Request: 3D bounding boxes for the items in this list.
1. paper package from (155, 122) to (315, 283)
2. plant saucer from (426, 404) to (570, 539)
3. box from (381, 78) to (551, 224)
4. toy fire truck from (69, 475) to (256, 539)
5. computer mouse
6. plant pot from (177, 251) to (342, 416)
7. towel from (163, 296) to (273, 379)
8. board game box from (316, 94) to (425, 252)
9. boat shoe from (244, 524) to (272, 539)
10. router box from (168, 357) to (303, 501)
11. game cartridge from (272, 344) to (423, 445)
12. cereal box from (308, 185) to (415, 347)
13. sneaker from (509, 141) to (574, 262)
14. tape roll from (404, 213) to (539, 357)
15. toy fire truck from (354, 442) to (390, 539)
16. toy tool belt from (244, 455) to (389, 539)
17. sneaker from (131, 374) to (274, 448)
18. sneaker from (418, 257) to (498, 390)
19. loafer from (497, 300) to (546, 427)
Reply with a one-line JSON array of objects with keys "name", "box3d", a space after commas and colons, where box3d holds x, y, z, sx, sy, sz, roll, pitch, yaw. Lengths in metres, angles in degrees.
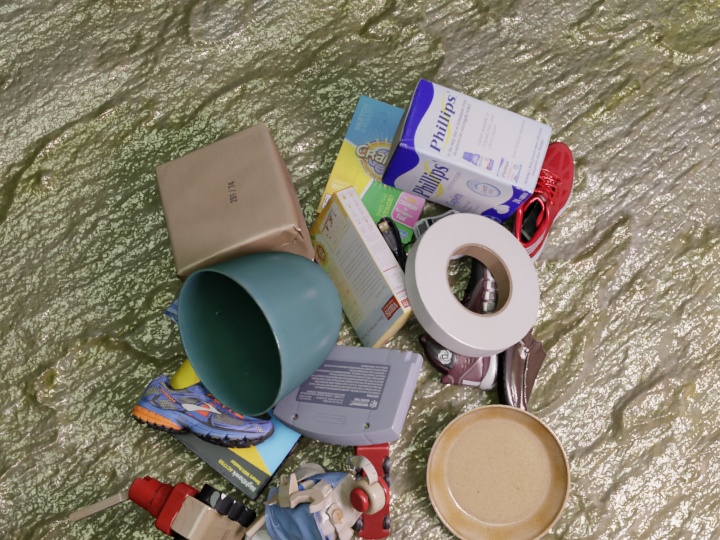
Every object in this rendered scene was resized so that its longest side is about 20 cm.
[{"name": "paper package", "box3d": [-0.182, -0.081, 1.546, 0.188, 0.104, 0.202, -21, 57, 4]}, {"name": "plant saucer", "box3d": [0.191, 0.284, 1.498, 0.196, 0.035, 0.204, 1, 94, 8]}, {"name": "box", "box3d": [0.144, -0.162, 1.529, 0.197, 0.184, 0.107, 20, 76, -3]}, {"name": "toy fire truck", "box3d": [-0.265, 0.327, 1.446, 0.198, 0.176, 0.130, 25, 76, 18]}, {"name": "computer mouse", "box3d": [0.112, -0.041, 1.576, 0.198, 0.044, 0.110, -13, 59, -37]}, {"name": "plant pot", "box3d": [-0.120, 0.066, 1.435, 0.160, 0.201, 0.201, -28, 73, -43]}, {"name": "towel", "box3d": [-0.167, 0.075, 1.553, 0.199, 0.024, 0.147, 35, 47, 9]}, {"name": "board game box", "box3d": [0.036, -0.148, 1.637, 0.151, 0.040, 0.203, 19, 76, 5]}, {"name": "boat shoe", "box3d": [-0.121, 0.441, 1.464, 0.071, 0.066, 0.204, -7, 75, -2]}, {"name": "router box", "box3d": [-0.182, 0.206, 1.534, 0.199, 0.051, 0.150, 36, 79, 9]}, {"name": "game cartridge", "box3d": [-0.020, 0.167, 1.455, 0.197, 0.041, 0.135, 2, 55, 34]}, {"name": "cereal box", "box3d": [0.000, 0.000, 1.545, 0.039, 0.144, 0.202, -22, 75, -31]}, {"name": "sneaker", "box3d": [0.275, -0.110, 1.587, 0.077, 0.116, 0.203, 18, 77, 4]}, {"name": "tape roll", "box3d": [0.157, 0.020, 1.496, 0.199, 0.037, 0.206, 10, 65, -21]}, {"name": "toy fire truck", "box3d": [0.015, 0.251, 1.497, 0.048, 0.141, 0.203, -1, 113, -1]}, {"name": "toy tool belt", "box3d": [-0.063, 0.319, 1.417, 0.122, 0.199, 0.127, -21, 90, -39]}, {"name": "sneaker", "box3d": [-0.212, 0.191, 1.476, 0.196, 0.075, 0.080, 13, 75, 3]}, {"name": "sneaker", "box3d": [0.140, 0.071, 1.562, 0.113, 0.076, 0.204, -1, 75, 3]}, {"name": "loafer", "box3d": [0.234, 0.124, 1.545, 0.070, 0.073, 0.204, 1, 75, 0]}]
